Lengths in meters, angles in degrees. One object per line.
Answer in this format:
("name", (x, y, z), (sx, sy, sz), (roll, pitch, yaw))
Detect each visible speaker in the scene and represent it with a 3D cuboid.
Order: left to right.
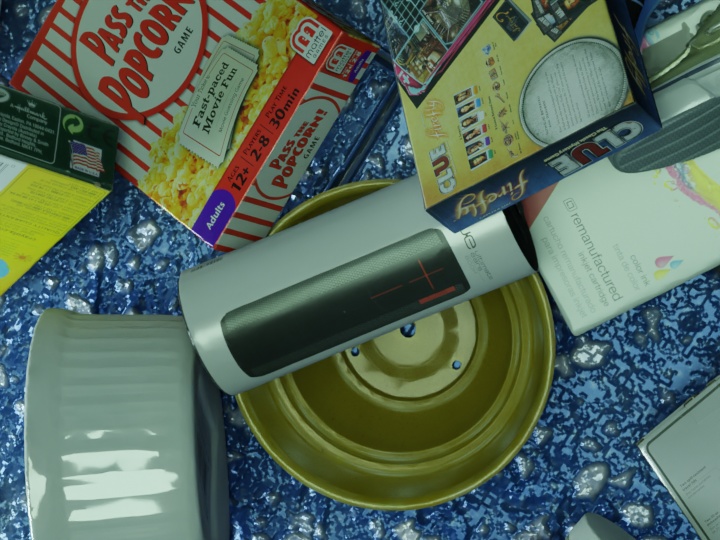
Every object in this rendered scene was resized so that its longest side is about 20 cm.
("speaker", (0.000, 0.000, 1.420), (0.200, 0.081, 0.081), (-22, 92, 11))

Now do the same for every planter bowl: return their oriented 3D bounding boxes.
("planter bowl", (0.023, 0.041, 1.503), (0.200, 0.083, 0.201), (1, 97, 10))

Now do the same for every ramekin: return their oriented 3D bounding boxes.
("ramekin", (-0.137, 0.119, 1.487), (0.098, 0.200, 0.201), (-4, 95, 2))

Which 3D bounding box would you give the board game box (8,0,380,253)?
("board game box", (-0.104, -0.124, 1.487), (0.200, 0.046, 0.152), (37, 102, 31))

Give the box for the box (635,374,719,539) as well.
("box", (0.268, 0.146, 1.442), (0.117, 0.060, 0.200), (-45, 71, 31))

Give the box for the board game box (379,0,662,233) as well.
("board game box", (0.082, -0.135, 1.375), (0.135, 0.035, 0.200), (-27, 53, 23))

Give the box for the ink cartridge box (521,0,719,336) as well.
("ink cartridge box", (0.187, -0.072, 1.462), (0.200, 0.083, 0.146), (-28, 90, 12))

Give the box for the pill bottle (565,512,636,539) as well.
("pill bottle", (0.103, 0.247, 1.497), (0.112, 0.112, 0.200), (40, 101, 4))

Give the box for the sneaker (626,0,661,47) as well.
("sneaker", (0.141, -0.177, 1.420), (0.200, 0.070, 0.078), (-51, 126, -25))

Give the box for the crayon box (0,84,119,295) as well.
("crayon box", (-0.248, -0.046, 1.496), (0.127, 0.200, 0.051), (19, 56, -27))

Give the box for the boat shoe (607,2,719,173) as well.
("boat shoe", (0.220, -0.124, 1.383), (0.200, 0.072, 0.062), (-29, 65, 7))
